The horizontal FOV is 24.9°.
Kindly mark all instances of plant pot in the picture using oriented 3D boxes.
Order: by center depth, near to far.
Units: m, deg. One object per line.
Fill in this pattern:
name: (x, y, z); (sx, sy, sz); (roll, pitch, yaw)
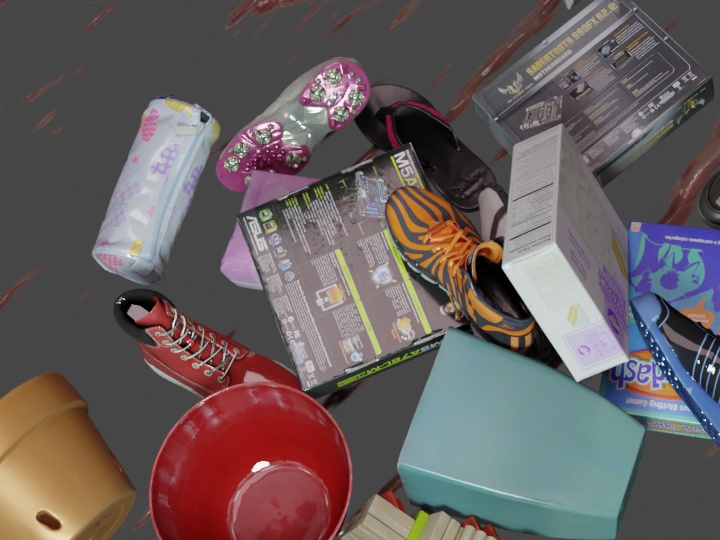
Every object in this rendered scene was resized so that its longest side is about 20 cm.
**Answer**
plant pot: (0.155, 0.167, 1.507); (0.199, 0.141, 0.142); (18, 71, 15)
plant pot: (-0.314, 0.220, 1.588); (0.140, 0.200, 0.200); (41, 81, 11)

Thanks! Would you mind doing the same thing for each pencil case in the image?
pencil case: (-0.217, -0.085, 1.752); (0.090, 0.083, 0.201); (3, 66, 41)

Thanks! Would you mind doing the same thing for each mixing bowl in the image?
mixing bowl: (-0.092, 0.220, 1.563); (0.198, 0.109, 0.202); (-6, 64, 12)

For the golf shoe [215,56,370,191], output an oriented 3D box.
golf shoe: (-0.071, -0.159, 1.764); (0.199, 0.075, 0.092); (-35, 20, 13)

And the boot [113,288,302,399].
boot: (-0.151, 0.085, 1.622); (0.199, 0.144, 0.073); (22, 71, 21)

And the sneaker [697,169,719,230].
sneaker: (0.411, -0.124, 1.587); (0.199, 0.106, 0.075); (-34, 62, -2)

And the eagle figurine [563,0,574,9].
eagle figurine: (0.197, -0.392, 1.755); (0.199, 0.152, 0.151); (26, 37, 8)

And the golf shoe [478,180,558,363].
golf shoe: (0.130, 0.005, 1.621); (0.094, 0.078, 0.201); (-16, 61, 8)

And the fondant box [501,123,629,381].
fondant box: (0.192, -0.019, 1.498); (0.058, 0.145, 0.201); (-22, 30, 24)

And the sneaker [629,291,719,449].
sneaker: (0.326, 0.091, 1.485); (0.078, 0.070, 0.201); (-32, 70, -3)

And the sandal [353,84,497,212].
sandal: (0.067, -0.140, 1.723); (0.075, 0.045, 0.200); (-44, 63, -7)

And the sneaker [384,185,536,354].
sneaker: (0.098, -0.018, 1.505); (0.077, 0.112, 0.200); (-39, 72, -13)

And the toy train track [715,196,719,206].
toy train track: (0.418, -0.008, 1.535); (0.200, 0.033, 0.115); (45, 69, 8)

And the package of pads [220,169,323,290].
package of pads: (-0.036, -0.030, 1.683); (0.198, 0.076, 0.121); (9, 71, 19)

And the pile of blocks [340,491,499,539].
pile of blocks: (0.084, 0.259, 1.523); (0.199, 0.082, 0.062); (22, 57, 13)

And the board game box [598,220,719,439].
board game box: (0.317, 0.057, 1.563); (0.151, 0.045, 0.201); (6, 68, 17)

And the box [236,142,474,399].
box: (0.000, 0.000, 1.593); (0.192, 0.048, 0.201); (-22, 69, -4)

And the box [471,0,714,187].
box: (0.240, -0.178, 1.692); (0.200, 0.048, 0.159); (-39, 61, -5)
